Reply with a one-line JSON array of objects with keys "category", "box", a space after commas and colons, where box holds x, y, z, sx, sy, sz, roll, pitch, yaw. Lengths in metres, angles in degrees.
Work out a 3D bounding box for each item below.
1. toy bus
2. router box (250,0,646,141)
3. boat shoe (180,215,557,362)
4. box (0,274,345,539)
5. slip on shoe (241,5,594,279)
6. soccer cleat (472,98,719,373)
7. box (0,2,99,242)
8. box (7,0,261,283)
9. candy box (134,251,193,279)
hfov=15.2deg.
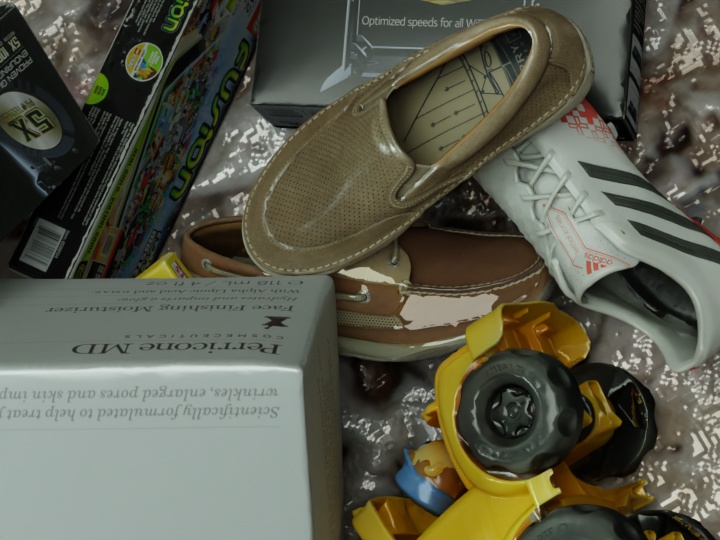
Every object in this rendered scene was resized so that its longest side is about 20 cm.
[{"category": "toy bus", "box": [0.064, 0.140, 1.325, 0.192, 0.136, 0.200, -29, 72, 23]}, {"category": "router box", "box": [0.049, -0.152, 1.408, 0.199, 0.052, 0.158, 4, 80, 13]}, {"category": "boat shoe", "box": [0.000, 0.000, 1.369, 0.199, 0.076, 0.072, -6, 123, 11]}, {"category": "box", "box": [-0.110, 0.114, 1.306, 0.198, 0.131, 0.201, -1, 111, 5]}, {"category": "slip on shoe", "box": [0.020, -0.062, 1.300, 0.200, 0.061, 0.076, -29, 78, 19]}, {"category": "soccer cleat", "box": [0.108, -0.029, 1.328, 0.200, 0.085, 0.069, 41, 128, -5]}, {"category": "box", "box": [-0.253, -0.029, 1.307, 0.164, 0.200, 0.086, -11, 118, 43]}, {"category": "box", "box": [-0.110, -0.076, 1.403, 0.035, 0.110, 0.200, 24, 87, 16]}, {"category": "candy box", "box": [-0.144, 0.088, 1.388, 0.200, 0.026, 0.102, -36, 93, 16]}]
